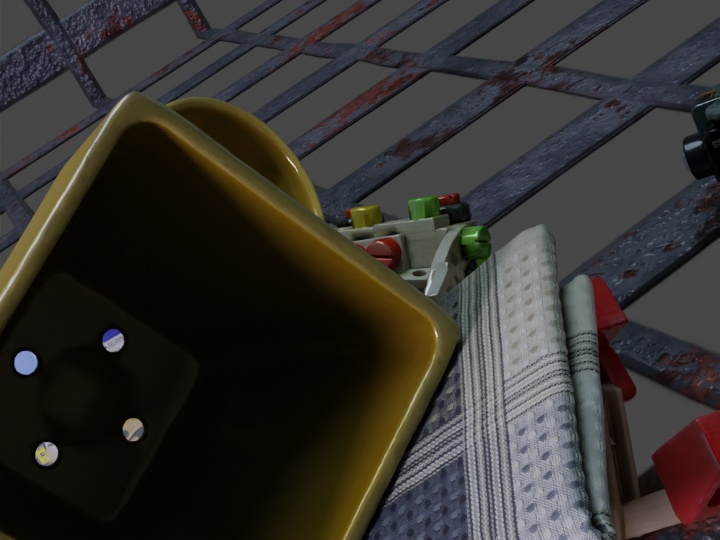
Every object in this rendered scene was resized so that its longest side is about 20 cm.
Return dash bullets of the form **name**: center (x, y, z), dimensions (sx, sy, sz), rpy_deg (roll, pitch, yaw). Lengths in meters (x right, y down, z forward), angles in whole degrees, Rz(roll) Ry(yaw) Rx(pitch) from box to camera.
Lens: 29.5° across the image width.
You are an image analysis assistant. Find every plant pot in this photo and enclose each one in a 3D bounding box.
- **plant pot**: center (-0.109, 0.063, 0.669), dimensions (0.195, 0.195, 0.200), rpy_deg (-61, 21, -18)
- **plant pot**: center (-0.162, -0.021, 1.218), dimensions (0.188, 0.201, 0.201), rpy_deg (-33, 14, 39)

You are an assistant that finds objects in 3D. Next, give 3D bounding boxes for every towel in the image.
- **towel**: center (0.033, 0.092, 0.635), dimensions (0.192, 0.034, 0.201), rpy_deg (-38, 30, 28)

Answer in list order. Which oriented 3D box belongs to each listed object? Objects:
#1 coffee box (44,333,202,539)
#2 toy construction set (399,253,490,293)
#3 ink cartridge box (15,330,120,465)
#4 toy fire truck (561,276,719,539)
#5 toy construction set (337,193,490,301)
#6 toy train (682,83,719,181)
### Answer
- **coffee box**: center (-0.110, 0.133, 0.805), dimensions (0.112, 0.080, 0.201), rpy_deg (-29, 51, 4)
- **toy construction set**: center (0.041, 0.050, 0.891), dimensions (0.130, 0.093, 0.201), rpy_deg (4, 41, 17)
- **ink cartridge box**: center (-0.223, 0.089, 1.084), dimensions (0.199, 0.137, 0.076), rpy_deg (-30, 3, 0)
- **toy fire truck**: center (0.118, 0.085, 0.692), dimensions (0.048, 0.142, 0.200), rpy_deg (-13, -28, -28)
- **toy construction set**: center (0.000, 0.000, 0.813), dimensions (0.199, 0.093, 0.131), rpy_deg (11, 14, 29)
- **toy train**: center (0.313, -0.115, 0.916), dimensions (0.199, 0.086, 0.114), rpy_deg (-21, 13, 25)
